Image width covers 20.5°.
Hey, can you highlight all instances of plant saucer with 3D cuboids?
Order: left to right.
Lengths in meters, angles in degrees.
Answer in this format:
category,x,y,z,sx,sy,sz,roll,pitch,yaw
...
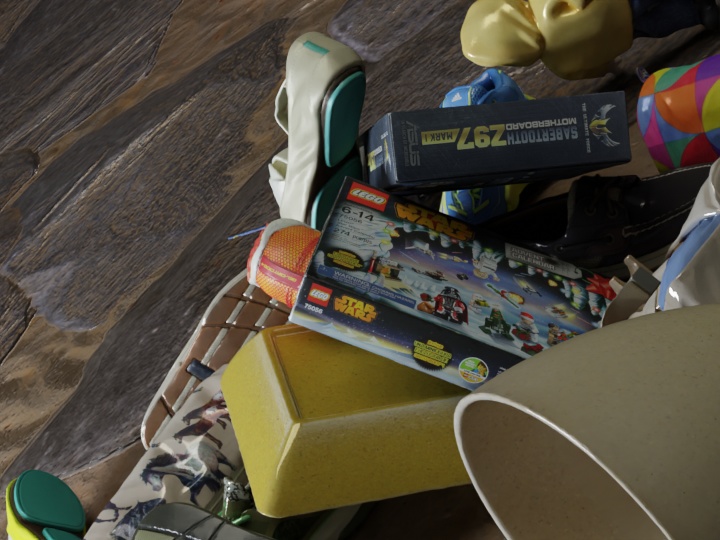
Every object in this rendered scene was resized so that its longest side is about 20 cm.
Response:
category,x,y,z,sx,sy,sz,roll,pitch,yaw
plant saucer,0.015,0.077,1.301,0.199,0.049,0.200,-10,25,-8

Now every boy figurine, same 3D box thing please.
category,x,y,z,sx,sy,sz,roll,pitch,yaw
boy figurine,0.177,-0.195,1.550,0.199,0.125,0.065,-14,49,7

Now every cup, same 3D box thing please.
category,x,y,z,sx,sy,sz,roll,pitch,yaw
cup,0.166,0.098,1.015,0.143,0.201,0.200,-40,25,-18

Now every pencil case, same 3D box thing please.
category,x,y,z,sx,sy,sz,roll,pitch,yaw
pencil case,-0.117,0.154,1.421,0.089,0.078,0.200,17,57,35
pencil case,0.280,-0.120,1.344,0.199,0.088,0.089,-12,36,41

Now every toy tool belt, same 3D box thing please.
category,x,y,z,sx,sy,sz,roll,pitch,yaw
toy tool belt,0.208,0.028,1.187,0.200,0.125,0.123,-49,-9,-28

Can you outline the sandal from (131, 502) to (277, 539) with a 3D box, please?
category,x,y,z,sx,sy,sz,roll,pitch,yaw
sandal,-0.059,0.204,1.240,0.201,0.057,0.080,28,77,36

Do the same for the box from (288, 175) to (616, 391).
category,x,y,z,sx,sy,sz,roll,pitch,yaw
box,0.065,0.019,1.267,0.137,0.199,0.040,-71,2,-60

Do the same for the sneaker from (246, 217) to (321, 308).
category,x,y,z,sx,sy,sz,roll,pitch,yaw
sneaker,0.000,0.000,1.382,0.077,0.073,0.200,30,24,25

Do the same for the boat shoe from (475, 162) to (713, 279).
category,x,y,z,sx,sy,sz,roll,pitch,yaw
boat shoe,0.162,-0.033,1.373,0.199,0.065,0.072,-21,29,32

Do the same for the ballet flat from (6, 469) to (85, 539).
category,x,y,z,sx,sy,sz,roll,pitch,yaw
ballet flat,-0.237,0.215,1.505,0.067,0.067,0.200,-66,26,8

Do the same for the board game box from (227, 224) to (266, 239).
category,x,y,z,sx,sy,sz,roll,pitch,yaw
board game box,-0.008,-0.038,1.596,0.158,0.039,0.200,-16,3,31

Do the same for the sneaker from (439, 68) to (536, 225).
category,x,y,z,sx,sy,sz,roll,pitch,yaw
sneaker,0.079,-0.074,1.502,0.076,0.105,0.200,-15,34,40

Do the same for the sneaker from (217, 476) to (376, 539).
category,x,y,z,sx,sy,sz,roll,pitch,yaw
sneaker,-0.076,0.177,1.315,0.077,0.089,0.200,2,47,53

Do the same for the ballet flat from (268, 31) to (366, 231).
category,x,y,z,sx,sy,sz,roll,pitch,yaw
ballet flat,-0.032,-0.083,1.392,0.069,0.200,0.070,4,45,-4

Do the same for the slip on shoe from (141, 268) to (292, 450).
category,x,y,z,sx,sy,sz,roll,pitch,yaw
slip on shoe,-0.093,0.063,1.519,0.200,0.076,0.061,-55,0,17

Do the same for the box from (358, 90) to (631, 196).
category,x,y,z,sx,sy,sz,roll,pitch,yaw
box,0.086,-0.083,1.361,0.157,0.051,0.200,-6,0,-7
